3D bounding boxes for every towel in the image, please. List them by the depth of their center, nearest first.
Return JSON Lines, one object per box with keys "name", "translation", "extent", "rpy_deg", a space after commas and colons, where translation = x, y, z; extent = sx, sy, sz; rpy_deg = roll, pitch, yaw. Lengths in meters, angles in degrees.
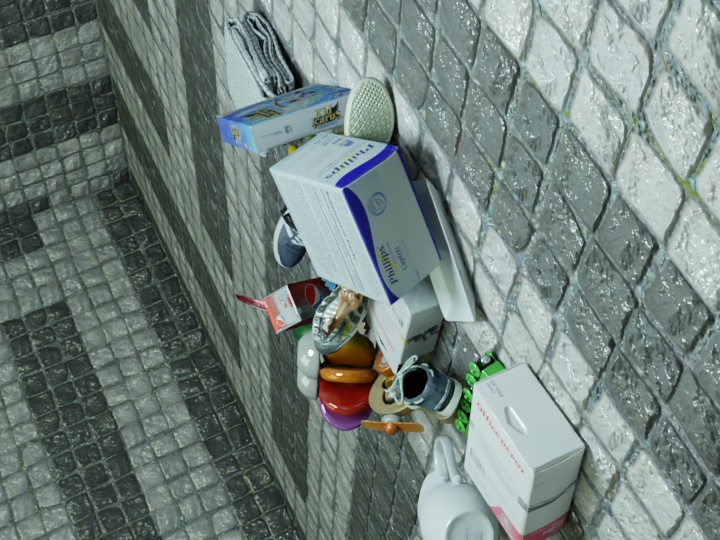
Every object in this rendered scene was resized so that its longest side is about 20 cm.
{"name": "towel", "translation": [-0.171, -0.330, 1.881], "extent": [0.167, 0.084, 0.202], "rpy_deg": [98, 148, -55]}

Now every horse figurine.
{"name": "horse figurine", "translation": [0.000, 0.000, 1.647], "extent": [0.049, 0.202, 0.133], "rpy_deg": [21, 143, 2]}

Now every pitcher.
{"name": "pitcher", "translation": [0.146, 0.362, 1.678], "extent": [0.200, 0.119, 0.175], "rpy_deg": [-148, 54, -80]}

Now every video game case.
{"name": "video game case", "translation": [-0.110, -0.235, 1.629], "extent": [0.200, 0.179, 0.046], "rpy_deg": [28, 137, 65]}

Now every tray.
{"name": "tray", "translation": [0.111, -0.028, 1.460], "extent": [0.203, 0.022, 0.107], "rpy_deg": [71, 162, -5]}

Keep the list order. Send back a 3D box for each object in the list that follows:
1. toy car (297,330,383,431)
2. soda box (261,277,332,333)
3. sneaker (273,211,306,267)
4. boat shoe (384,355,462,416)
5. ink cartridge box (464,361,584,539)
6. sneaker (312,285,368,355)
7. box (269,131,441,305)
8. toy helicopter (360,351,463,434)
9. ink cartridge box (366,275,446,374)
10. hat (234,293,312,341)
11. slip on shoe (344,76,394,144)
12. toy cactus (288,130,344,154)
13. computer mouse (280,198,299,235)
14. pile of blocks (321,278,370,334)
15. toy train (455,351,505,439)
{"name": "toy car", "translation": [-0.023, 0.194, 1.820], "extent": [0.201, 0.171, 0.153], "rpy_deg": [97, 173, -61]}
{"name": "soda box", "translation": [-0.087, 0.054, 1.892], "extent": [0.063, 0.199, 0.071], "rpy_deg": [-28, 82, 29]}
{"name": "sneaker", "translation": [-0.084, -0.074, 1.833], "extent": [0.109, 0.069, 0.203], "rpy_deg": [46, 123, 43]}
{"name": "boat shoe", "translation": [0.083, 0.169, 1.570], "extent": [0.061, 0.076, 0.200], "rpy_deg": [29, 178, -17]}
{"name": "ink cartridge box", "translation": [0.207, 0.241, 1.373], "extent": [0.147, 0.082, 0.202], "rpy_deg": [57, 159, 36]}
{"name": "sneaker", "translation": [-0.013, 0.053, 1.727], "extent": [0.073, 0.202, 0.085], "rpy_deg": [22, 160, 16]}
{"name": "box", "translation": [-0.007, -0.076, 1.461], "extent": [0.199, 0.104, 0.186], "rpy_deg": [22, 142, 54]}
{"name": "toy helicopter", "translation": [0.082, 0.208, 1.676], "extent": [0.198, 0.133, 0.079], "rpy_deg": [10, 152, 51]}
{"name": "ink cartridge box", "translation": [0.067, 0.059, 1.619], "extent": [0.116, 0.067, 0.201], "rpy_deg": [62, 161, 26]}
{"name": "hat", "translation": [-0.117, 0.129, 2.080], "extent": [0.200, 0.173, 0.168], "rpy_deg": [47, 153, 50]}
{"name": "slip on shoe", "translation": [0.011, -0.187, 1.512], "extent": [0.062, 0.073, 0.202], "rpy_deg": [-112, 11, -47]}
{"name": "toy cactus", "translation": [-0.040, -0.137, 1.695], "extent": [0.199, 0.102, 0.167], "rpy_deg": [-9, 116, 56]}
{"name": "computer mouse", "translation": [-0.060, -0.088, 1.689], "extent": [0.140, 0.046, 0.200], "rpy_deg": [45, 158, 4]}
{"name": "pile of blocks", "translation": [-0.041, 0.020, 1.851], "extent": [0.062, 0.082, 0.202], "rpy_deg": [16, -141, -54]}
{"name": "toy train", "translation": [0.171, 0.184, 1.498], "extent": [0.056, 0.041, 0.202], "rpy_deg": [47, 154, 27]}
